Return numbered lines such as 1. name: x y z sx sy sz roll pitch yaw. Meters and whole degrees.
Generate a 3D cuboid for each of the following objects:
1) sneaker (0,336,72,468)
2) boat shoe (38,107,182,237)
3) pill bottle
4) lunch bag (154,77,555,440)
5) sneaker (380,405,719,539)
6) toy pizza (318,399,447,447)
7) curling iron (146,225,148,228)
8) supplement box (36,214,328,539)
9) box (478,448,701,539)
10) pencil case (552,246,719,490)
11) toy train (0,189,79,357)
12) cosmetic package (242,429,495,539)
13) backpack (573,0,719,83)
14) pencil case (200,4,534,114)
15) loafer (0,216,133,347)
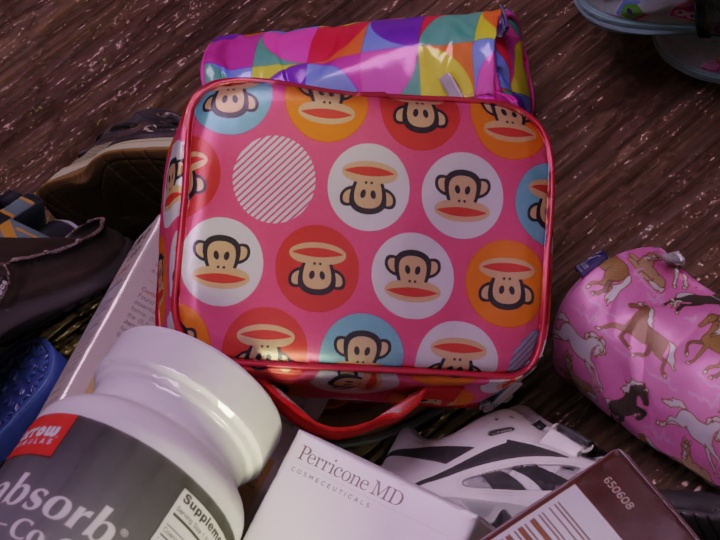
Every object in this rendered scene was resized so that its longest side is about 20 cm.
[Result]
1. sneaker: -0.211 0.125 1.293 0.200 0.078 0.070 -42 40 13
2. boat shoe: -0.119 -0.063 1.351 0.200 0.073 0.065 -6 46 53
3. pill bottle: -0.126 0.131 1.098 0.116 0.116 0.200 15 56 28
4. lunch bag: -0.002 -0.001 1.182 0.200 0.082 0.176 6 75 -10
5. sneaker: 0.099 0.106 1.192 0.200 0.074 0.089 1 56 19
6. toy pizza: -0.006 0.012 1.330 0.200 0.032 0.200 -10 51 12
7. curling iron: -0.042 -0.052 1.365 0.200 0.026 0.050 -21 35 23
8. supplement box: -0.103 0.090 1.220 0.126 0.074 0.200 31 72 -9
9. box: 0.108 0.221 1.015 0.166 0.200 0.164 -33 50 -8
10. pencil case: 0.190 0.062 1.192 0.083 0.087 0.200 -20 41 -38
11. toy train: -0.243 0.019 1.352 0.114 0.085 0.200 25 41 27
12. cosmetic package: -0.019 0.192 1.118 0.108 0.085 0.200 22 82 24
13. backpack: 0.215 -0.201 1.340 0.200 0.153 0.176 14 56 17
14. pencil case: 0.006 -0.108 1.386 0.200 0.088 0.088 -4 52 19
15. loafer: -0.201 0.006 1.265 0.073 0.071 0.200 -26 3 41
